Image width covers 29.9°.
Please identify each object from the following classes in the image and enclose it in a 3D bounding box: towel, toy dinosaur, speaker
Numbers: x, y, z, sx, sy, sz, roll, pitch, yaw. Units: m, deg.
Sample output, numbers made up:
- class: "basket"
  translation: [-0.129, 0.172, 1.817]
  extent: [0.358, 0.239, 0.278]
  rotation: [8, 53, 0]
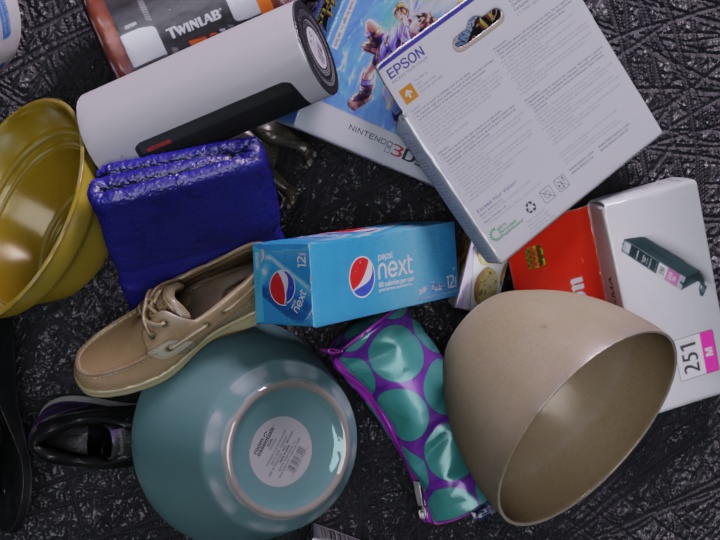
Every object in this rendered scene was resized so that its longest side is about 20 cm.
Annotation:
- class: "towel"
  translation: [-0.138, -0.033, 1.122]
  extent: [0.147, 0.200, 0.050]
  rotation: [-16, 59, -6]
- class: "toy dinosaur"
  translation: [-0.091, -0.113, 1.165]
  extent: [0.102, 0.077, 0.200]
  rotation: [26, 96, -13]
- class: "speaker"
  translation: [-0.123, -0.140, 1.070]
  extent: [0.199, 0.081, 0.081]
  rotation: [-20, 97, 16]

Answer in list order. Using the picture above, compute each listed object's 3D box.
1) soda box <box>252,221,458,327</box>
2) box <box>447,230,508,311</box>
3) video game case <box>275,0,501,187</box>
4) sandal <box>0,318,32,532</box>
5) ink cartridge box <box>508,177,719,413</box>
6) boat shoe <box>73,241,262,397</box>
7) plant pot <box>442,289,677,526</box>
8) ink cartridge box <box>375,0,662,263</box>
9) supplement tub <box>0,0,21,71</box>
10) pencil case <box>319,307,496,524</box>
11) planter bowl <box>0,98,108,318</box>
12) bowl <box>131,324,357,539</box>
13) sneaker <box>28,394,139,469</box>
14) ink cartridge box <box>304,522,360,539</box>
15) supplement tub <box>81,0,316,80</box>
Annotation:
- class: "soda box"
  translation: [0.000, 0.000, 1.128]
  extent: [0.064, 0.200, 0.068]
  rotation: [1, 98, 38]
- class: "box"
  translation: [0.121, -0.060, 1.204]
  extent: [0.041, 0.039, 0.201]
  rotation: [13, 95, -9]
- class: "video game case"
  translation: [0.044, -0.187, 1.146]
  extent: [0.181, 0.045, 0.201]
  rotation: [19, 95, -33]
- class: "sandal"
  translation: [-0.330, 0.130, 1.172]
  extent: [0.048, 0.075, 0.201]
  rotation: [-7, 90, -45]
- class: "ink cartridge box"
  translation: [0.231, 0.034, 1.201]
  extent: [0.173, 0.044, 0.201]
  rotation: [-16, 102, -12]
- class: "boat shoe"
  translation: [-0.155, 0.035, 1.114]
  extent: [0.200, 0.065, 0.071]
  rotation: [-29, 54, -1]
- class: "plant pot"
  translation: [0.146, 0.094, 1.129]
  extent: [0.200, 0.200, 0.134]
  rotation: [-50, 56, 2]
- class: "ink cartridge box"
  translation: [0.132, -0.142, 1.147]
  extent: [0.199, 0.041, 0.200]
  rotation: [-37, 103, -15]
- class: "supplement tub"
  translation: [-0.376, -0.180, 1.061]
  extent: [0.132, 0.200, 0.132]
  rotation: [14, 124, 22]
- class: "pencil case"
  translation: [0.051, 0.129, 1.196]
  extent: [0.092, 0.085, 0.200]
  rotation: [-34, 97, -23]
- class: "planter bowl"
  translation: [-0.266, -0.037, 1.134]
  extent: [0.083, 0.200, 0.201]
  rotation: [28, 94, -43]
- class: "bowl"
  translation: [-0.082, 0.144, 1.142]
  extent: [0.200, 0.105, 0.202]
  rotation: [-1, 92, -30]
- class: "sneaker"
  translation: [-0.188, 0.148, 1.178]
  extent: [0.199, 0.088, 0.076]
  rotation: [-5, 96, -4]
- class: "ink cartridge box"
  translation: [-0.030, 0.345, 1.231]
  extent: [0.109, 0.050, 0.201]
  rotation: [21, 95, -6]
- class: "supplement tub"
  translation: [-0.126, -0.229, 1.135]
  extent: [0.199, 0.107, 0.107]
  rotation: [-24, 97, -1]
